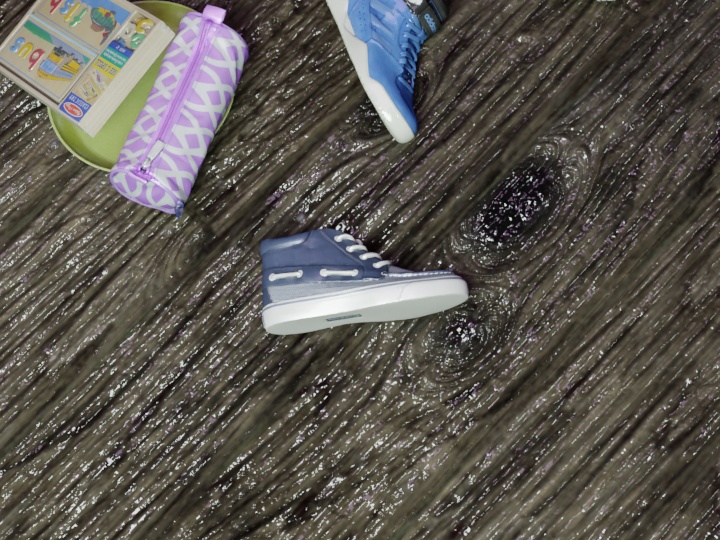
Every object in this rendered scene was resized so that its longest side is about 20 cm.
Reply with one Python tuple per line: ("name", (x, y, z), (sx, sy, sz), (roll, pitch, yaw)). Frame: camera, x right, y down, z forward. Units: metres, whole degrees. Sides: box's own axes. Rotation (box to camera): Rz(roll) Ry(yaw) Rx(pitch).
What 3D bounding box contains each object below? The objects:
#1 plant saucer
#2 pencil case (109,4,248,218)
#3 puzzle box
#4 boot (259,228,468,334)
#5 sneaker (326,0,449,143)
("plant saucer", (-0.223, -0.184, 1.532), (0.198, 0.031, 0.202), (-3, 67, 6))
("pencil case", (-0.178, -0.154, 1.453), (0.083, 0.086, 0.202), (15, 69, 13))
("puzzle box", (-0.287, -0.225, 1.507), (0.199, 0.025, 0.134), (32, 83, 42))
("boot", (0.000, 0.000, 1.408), (0.198, 0.073, 0.091), (-7, 73, 4))
("sneaker", (0.044, -0.231, 1.495), (0.110, 0.077, 0.201), (-25, 61, 6))
